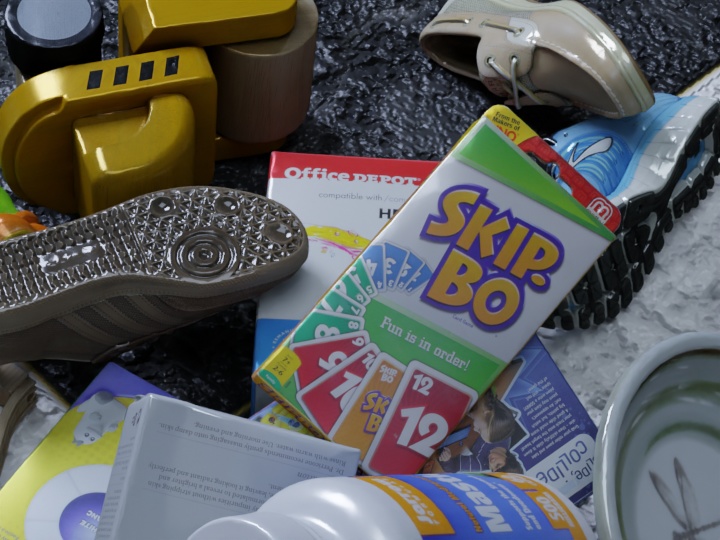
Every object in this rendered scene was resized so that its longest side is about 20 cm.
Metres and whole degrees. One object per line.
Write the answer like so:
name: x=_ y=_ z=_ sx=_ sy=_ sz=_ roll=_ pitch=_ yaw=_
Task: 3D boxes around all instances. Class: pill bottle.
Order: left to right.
pill bottle: x=0.011 y=0.147 z=0.973 sx=0.200 sy=0.112 sz=0.112 roll=5 pitch=40 yaw=-50

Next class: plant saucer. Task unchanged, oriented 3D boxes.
plant saucer: x=0.182 y=0.133 z=1.136 sx=0.200 sy=0.050 sz=0.200 roll=15 pitch=65 yaw=-35

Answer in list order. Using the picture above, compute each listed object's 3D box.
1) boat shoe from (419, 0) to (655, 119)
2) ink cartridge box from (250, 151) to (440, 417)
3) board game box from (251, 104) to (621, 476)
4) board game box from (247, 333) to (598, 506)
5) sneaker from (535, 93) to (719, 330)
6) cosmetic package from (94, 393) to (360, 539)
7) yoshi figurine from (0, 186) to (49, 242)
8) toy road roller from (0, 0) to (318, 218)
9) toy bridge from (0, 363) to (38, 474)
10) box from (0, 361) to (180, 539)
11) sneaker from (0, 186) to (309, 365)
boat shoe: x=0.104 y=-0.126 z=1.325 sx=0.065 sy=0.072 sz=0.200 roll=-39 pitch=35 yaw=-10
ink cartridge box: x=0.000 y=0.000 z=1.252 sx=0.116 sy=0.067 sz=0.200 roll=3 pitch=54 yaw=-2
board game box: x=0.045 y=0.012 z=1.125 sx=0.096 sy=0.030 sz=0.200 roll=42 pitch=74 yaw=-3
board game box: x=0.020 y=0.105 z=1.138 sx=0.200 sy=0.034 sz=0.135 roll=-33 pitch=90 yaw=-13
sneaker: x=0.137 y=-0.039 z=1.301 sx=0.090 sy=0.078 sz=0.200 roll=20 pitch=47 yaw=31
cosmetic package: x=-0.080 y=0.169 z=1.051 sx=0.113 sy=0.081 sz=0.200 roll=17 pitch=82 yaw=-10
yoshi figurine: x=-0.267 y=-0.048 z=1.255 sx=0.112 sy=0.112 sz=0.200 roll=-35 pitch=59 yaw=-18
toy road roller: x=-0.113 y=-0.086 z=1.273 sx=0.200 sy=0.123 sz=0.146 roll=-11 pitch=54 yaw=-14
toy bridge: x=-0.242 y=0.127 z=1.170 sx=0.067 sy=0.027 sz=0.200 roll=32 pitch=57 yaw=19
box: x=-0.143 y=0.152 z=1.145 sx=0.117 sy=0.048 sz=0.200 roll=27 pitch=58 yaw=16
sneaker: x=-0.127 y=0.008 z=1.199 sx=0.200 sy=0.076 sz=0.071 roll=-9 pitch=55 yaw=-8
